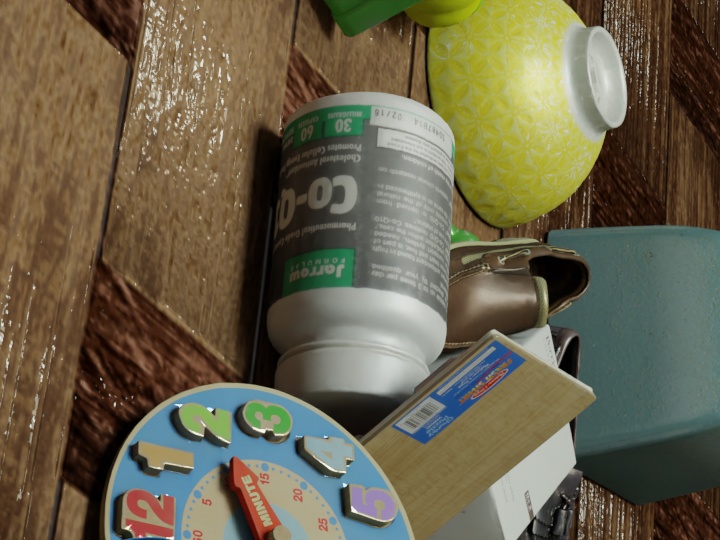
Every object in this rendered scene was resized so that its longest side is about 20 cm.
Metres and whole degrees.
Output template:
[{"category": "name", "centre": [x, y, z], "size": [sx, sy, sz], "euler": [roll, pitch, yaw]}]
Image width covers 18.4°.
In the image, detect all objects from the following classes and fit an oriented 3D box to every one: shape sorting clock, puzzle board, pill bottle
[{"category": "shape sorting clock", "centre": [-0.051, 0.153, 1.222], "size": [0.200, 0.039, 0.200], "euler": [15, 56, -23]}, {"category": "puzzle board", "centre": [0.037, 0.117, 1.359], "size": [0.151, 0.200, 0.017], "euler": [31, 21, -56]}, {"category": "pill bottle", "centre": [0.000, 0.000, 1.387], "size": [0.113, 0.113, 0.200], "euler": [40, 46, -52]}]

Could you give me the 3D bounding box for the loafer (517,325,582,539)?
[{"category": "loafer", "centre": [0.138, 0.138, 1.667], "size": [0.072, 0.063, 0.201], "euler": [21, 63, -59]}]

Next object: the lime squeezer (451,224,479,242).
[{"category": "lime squeezer", "centre": [0.077, -0.012, 1.641], "size": [0.200, 0.038, 0.071], "euler": [47, 11, -47]}]

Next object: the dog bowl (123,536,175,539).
[{"category": "dog bowl", "centre": [-0.078, 0.213, 1.132], "size": [0.200, 0.112, 0.050], "euler": [41, -2, -12]}]

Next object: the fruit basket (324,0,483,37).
[{"category": "fruit basket", "centre": [0.046, -0.250, 1.543], "size": [0.215, 0.155, 0.216], "euler": [22, 57, -39]}]

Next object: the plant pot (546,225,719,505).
[{"category": "plant pot", "centre": [0.282, 0.071, 1.822], "size": [0.196, 0.200, 0.196], "euler": [31, 55, -56]}]

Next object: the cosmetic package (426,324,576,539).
[{"category": "cosmetic package", "centre": [0.080, 0.114, 1.525], "size": [0.200, 0.081, 0.113], "euler": [-36, 115, -66]}]

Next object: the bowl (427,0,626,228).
[{"category": "bowl", "centre": [0.142, -0.139, 1.718], "size": [0.200, 0.107, 0.201], "euler": [31, 55, -57]}]

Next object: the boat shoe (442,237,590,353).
[{"category": "boat shoe", "centre": [0.097, 0.014, 1.551], "size": [0.202, 0.075, 0.075], "euler": [-25, 118, -54]}]
